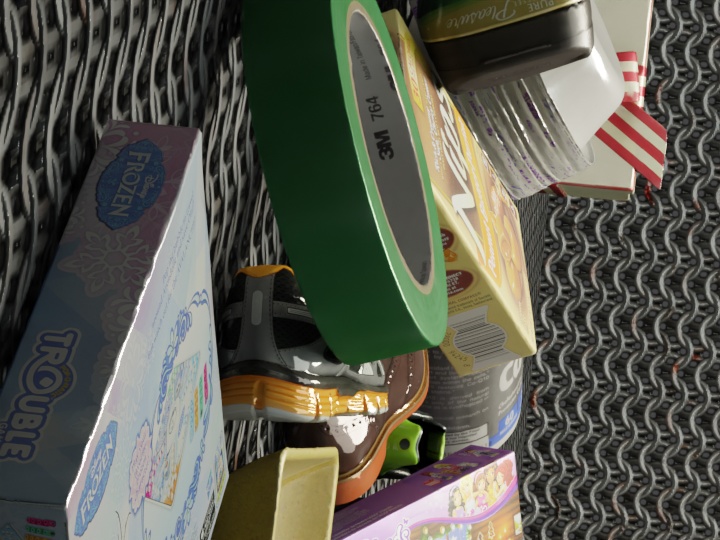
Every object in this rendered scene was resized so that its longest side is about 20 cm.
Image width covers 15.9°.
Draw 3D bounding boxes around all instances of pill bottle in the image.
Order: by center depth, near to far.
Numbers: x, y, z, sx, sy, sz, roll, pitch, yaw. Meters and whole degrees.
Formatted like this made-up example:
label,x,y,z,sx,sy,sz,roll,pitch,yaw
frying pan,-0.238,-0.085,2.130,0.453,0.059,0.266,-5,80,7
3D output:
label,x,y,z,sx,sy,sz,roll,pitch,yaw
pill bottle,0.059,0.033,1.801,0.201,0.113,0.114,88,12,-48

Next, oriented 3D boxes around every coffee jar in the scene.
label,x,y,z,sx,sy,sz,roll,pitch,yaw
coffee jar,0.067,-0.207,1.489,0.085,0.104,0.201,-80,154,-76

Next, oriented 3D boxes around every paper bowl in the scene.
label,x,y,z,sx,sy,sz,roll,pitch,yaw
paper bowl,0.109,-0.158,1.753,0.201,0.104,0.201,60,13,-24

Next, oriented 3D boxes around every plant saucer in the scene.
label,x,y,z,sx,sy,sz,roll,pitch,yaw
plant saucer,-0.058,0.189,1.342,0.200,0.048,0.201,29,68,-82

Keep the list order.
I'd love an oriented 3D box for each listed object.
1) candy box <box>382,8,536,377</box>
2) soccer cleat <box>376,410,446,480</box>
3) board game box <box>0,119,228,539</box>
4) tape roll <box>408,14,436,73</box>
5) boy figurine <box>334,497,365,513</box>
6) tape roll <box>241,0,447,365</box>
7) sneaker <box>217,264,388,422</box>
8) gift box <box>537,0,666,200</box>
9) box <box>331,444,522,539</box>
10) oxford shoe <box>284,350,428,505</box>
label,x,y,z,sx,sy,sz,roll,pitch,yaw
candy box,0.040,-0.042,1.507,0.200,0.055,0.116,56,22,-47
soccer cleat,0.018,0.112,1.692,0.200,0.081,0.068,7,90,-82
board game box,-0.097,0.082,0.996,0.201,0.043,0.200,-74,169,-46
tape roll,0.051,-0.094,1.913,0.203,0.037,0.204,7,90,-82
boy figurine,-0.009,0.246,1.629,0.124,0.064,0.201,22,74,-48
tape roll,-0.006,-0.055,1.281,0.200,0.048,0.202,-15,90,-79
sneaker,-0.029,0.037,1.338,0.200,0.078,0.078,7,83,-82
gift box,0.163,-0.134,2.161,0.187,0.183,0.201,30,61,-83
box,0.028,0.203,1.587,0.200,0.039,0.138,-22,111,-46
oxford shoe,0.001,0.058,1.578,0.200,0.071,0.073,-70,160,-56
